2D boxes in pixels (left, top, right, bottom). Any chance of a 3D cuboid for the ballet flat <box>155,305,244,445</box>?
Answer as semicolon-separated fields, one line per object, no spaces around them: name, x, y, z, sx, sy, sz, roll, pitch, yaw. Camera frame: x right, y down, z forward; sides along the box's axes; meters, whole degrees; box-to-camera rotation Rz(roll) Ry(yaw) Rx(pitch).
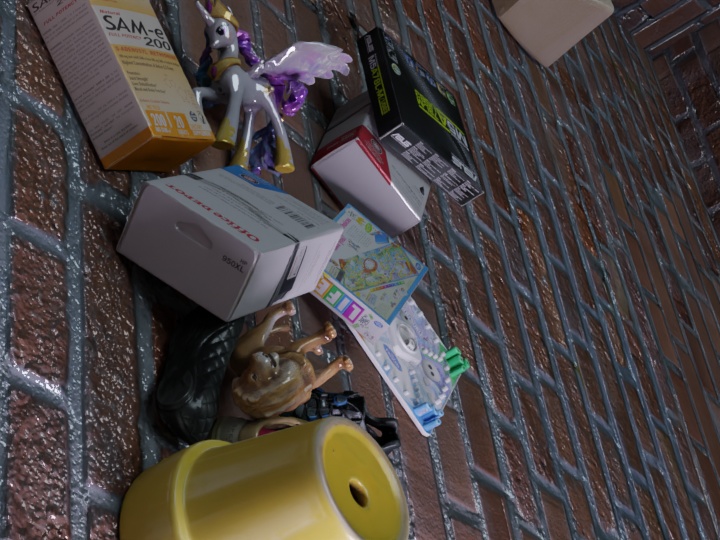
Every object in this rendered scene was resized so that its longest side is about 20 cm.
ballet flat;-0.153;0.090;1.411;0.200;0.066;0.057;-72;148;-54

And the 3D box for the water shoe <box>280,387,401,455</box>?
water shoe;-0.035;0.144;1.541;0.200;0.079;0.072;36;33;-42

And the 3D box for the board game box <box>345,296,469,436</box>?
board game box;0.060;0.085;1.858;0.200;0.026;0.200;55;24;-8

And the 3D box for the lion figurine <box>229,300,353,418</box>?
lion figurine;-0.088;0.092;1.439;0.073;0.122;0.200;65;-16;-11

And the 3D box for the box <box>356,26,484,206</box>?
box;0.081;-0.211;2.010;0.200;0.047;0.193;36;29;-42

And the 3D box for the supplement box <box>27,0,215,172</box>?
supplement box;-0.248;-0.207;1.533;0.200;0.073;0.126;63;24;9

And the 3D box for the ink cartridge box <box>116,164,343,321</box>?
ink cartridge box;-0.129;-0.032;1.484;0.145;0.084;0.200;31;19;16

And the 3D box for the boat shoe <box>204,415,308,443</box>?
boat shoe;-0.065;0.181;1.433;0.200;0.066;0.074;14;73;-52

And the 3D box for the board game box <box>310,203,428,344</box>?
board game box;0.000;0.000;1.780;0.134;0.034;0.200;40;25;0

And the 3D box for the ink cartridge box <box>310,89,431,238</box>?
ink cartridge box;0.023;-0.145;1.979;0.147;0.083;0.200;51;25;-18

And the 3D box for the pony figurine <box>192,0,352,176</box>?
pony figurine;-0.123;-0.212;1.722;0.193;0.166;0.200;19;61;-46

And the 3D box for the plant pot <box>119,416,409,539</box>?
plant pot;-0.070;0.222;1.250;0.201;0.189;0.201;43;29;-32

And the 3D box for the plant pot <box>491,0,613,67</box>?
plant pot;0.374;-0.582;3.055;0.177;0.200;0.200;18;45;-39
